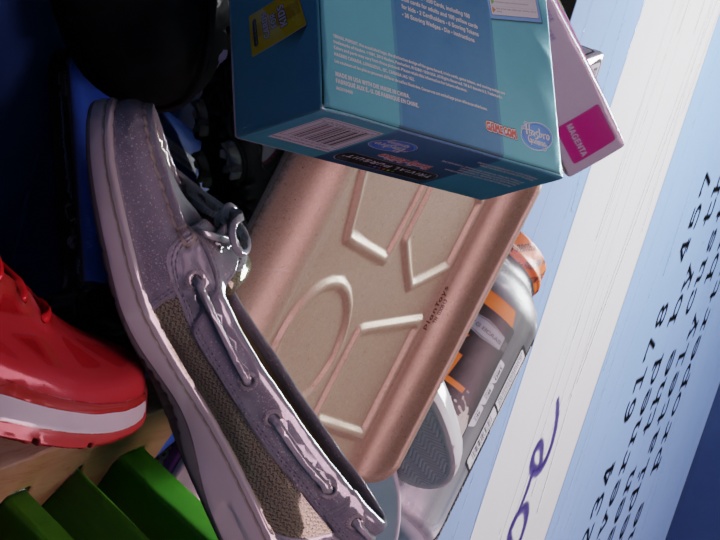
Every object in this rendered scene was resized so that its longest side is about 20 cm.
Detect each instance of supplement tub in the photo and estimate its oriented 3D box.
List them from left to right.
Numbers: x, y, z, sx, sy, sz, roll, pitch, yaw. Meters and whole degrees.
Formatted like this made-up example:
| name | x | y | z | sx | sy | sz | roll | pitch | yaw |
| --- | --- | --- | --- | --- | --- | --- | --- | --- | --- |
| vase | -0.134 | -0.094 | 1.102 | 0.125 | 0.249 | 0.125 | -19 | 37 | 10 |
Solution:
| name | x | y | z | sx | sy | sz | roll | pitch | yaw |
| --- | --- | --- | --- | --- | --- | --- | --- | --- | --- |
| supplement tub | 0.032 | 0.062 | 1.153 | 0.201 | 0.122 | 0.123 | -62 | 160 | -20 |

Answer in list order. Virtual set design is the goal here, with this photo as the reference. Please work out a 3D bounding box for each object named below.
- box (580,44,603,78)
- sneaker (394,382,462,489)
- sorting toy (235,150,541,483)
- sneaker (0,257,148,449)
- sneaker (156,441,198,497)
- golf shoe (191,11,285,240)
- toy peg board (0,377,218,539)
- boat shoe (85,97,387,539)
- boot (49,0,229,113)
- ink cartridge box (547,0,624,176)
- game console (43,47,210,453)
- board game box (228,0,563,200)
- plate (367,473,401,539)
| name | x | y | z | sx | sy | sz | roll | pitch | yaw |
| --- | --- | --- | --- | --- | --- | --- | --- | --- | --- |
| box | 0.049 | -0.101 | 1.041 | 0.200 | 0.116 | 0.061 | -29 | 137 | -62 |
| sneaker | 0.020 | 0.016 | 1.051 | 0.201 | 0.073 | 0.116 | 62 | 40 | -23 |
| sorting toy | 0.000 | 0.000 | 0.846 | 0.186 | 0.036 | 0.200 | -63 | 151 | -1 |
| sneaker | -0.137 | -0.009 | 0.644 | 0.199 | 0.078 | 0.117 | 17 | 91 | -53 |
| sneaker | -0.071 | 0.113 | 0.948 | 0.201 | 0.075 | 0.100 | -54 | 133 | -14 |
| golf shoe | -0.028 | -0.078 | 0.806 | 0.087 | 0.077 | 0.202 | -14 | 127 | -19 |
| toy peg board | -0.142 | 0.161 | 0.737 | 0.200 | 0.098 | 0.200 | -54 | 165 | 19 |
| boat shoe | -0.052 | 0.024 | 0.718 | 0.074 | 0.064 | 0.204 | -111 | 180 | -79 |
| boot | -0.114 | -0.125 | 0.648 | 0.162 | 0.073 | 0.200 | -46 | 143 | -53 |
| ink cartridge box | 0.073 | -0.153 | 0.944 | 0.120 | 0.042 | 0.201 | 56 | 10 | -39 |
| game console | -0.131 | 0.018 | 0.830 | 0.200 | 0.117 | 0.173 | 39 | 43 | -70 |
| board game box | 0.012 | -0.140 | 0.733 | 0.150 | 0.047 | 0.202 | 11 | 71 | -49 |
| plate | -0.066 | 0.157 | 1.029 | 0.198 | 0.026 | 0.202 | -14 | 117 | -29 |
